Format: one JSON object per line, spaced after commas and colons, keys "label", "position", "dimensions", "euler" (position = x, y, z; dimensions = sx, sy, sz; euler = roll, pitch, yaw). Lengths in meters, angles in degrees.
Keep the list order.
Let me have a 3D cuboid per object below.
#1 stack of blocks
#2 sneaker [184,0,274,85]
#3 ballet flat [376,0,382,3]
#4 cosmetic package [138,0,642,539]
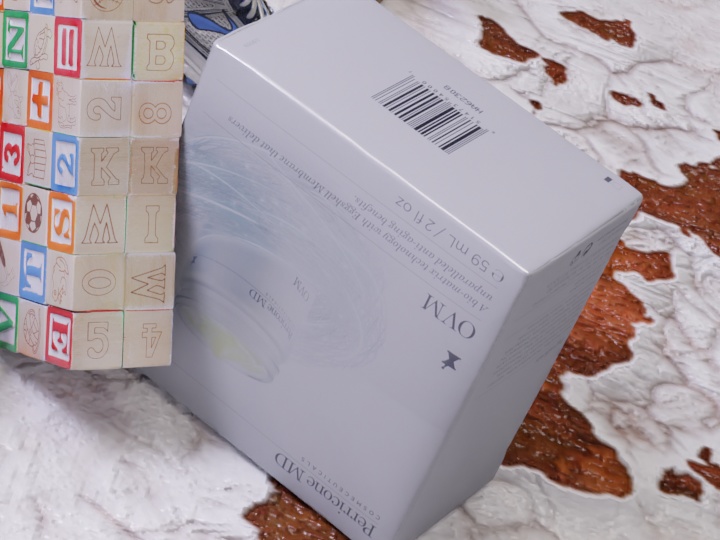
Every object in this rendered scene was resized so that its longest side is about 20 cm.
{"label": "stack of blocks", "position": [-0.144, -0.057, 1.363], "dimensions": [0.058, 0.201, 0.115], "euler": [-2, 8, -33]}
{"label": "sneaker", "position": [-0.088, -0.161, 1.616], "dimensions": [0.200, 0.085, 0.077], "euler": [28, 29, -32]}
{"label": "ballet flat", "position": [0.002, -0.250, 1.838], "dimensions": [0.070, 0.065, 0.200], "euler": [13, 35, -15]}
{"label": "cosmetic package", "position": [0.000, 0.000, 1.374], "dimensions": [0.199, 0.200, 0.123], "euler": [37, 37, 17]}
